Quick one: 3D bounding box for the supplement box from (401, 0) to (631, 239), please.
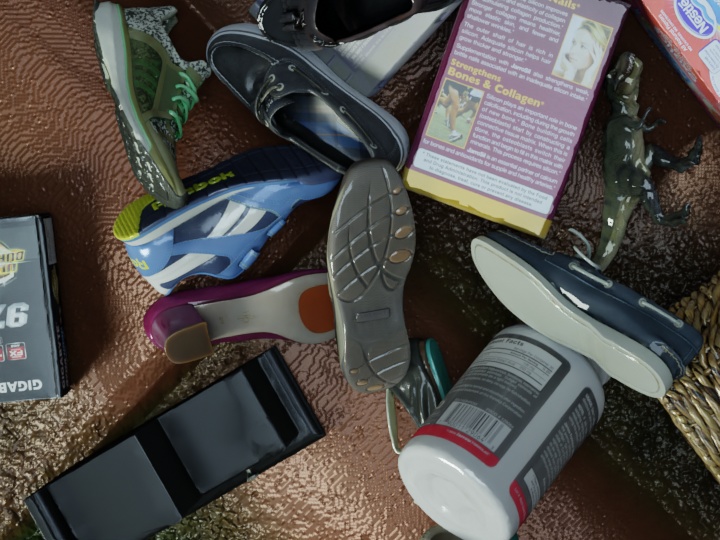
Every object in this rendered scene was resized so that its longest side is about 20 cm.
[{"bbox_3d":[0.124,-0.142,1.264,0.130,0.103,0.202,21,96,2],"label":"supplement box"}]

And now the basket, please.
[{"bbox_3d":[0.329,0.107,1.231,0.148,0.143,0.201,-34,109,6],"label":"basket"}]

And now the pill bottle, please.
[{"bbox_3d":[0.128,0.115,1.246,0.111,0.111,0.200,43,61,-1],"label":"pill bottle"}]

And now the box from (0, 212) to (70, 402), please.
[{"bbox_3d":[-0.359,0.038,1.338,0.198,0.046,0.161,-5,94,3],"label":"box"}]

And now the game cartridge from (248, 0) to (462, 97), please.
[{"bbox_3d":[0.003,-0.227,1.244,0.130,0.038,0.200,44,137,-4],"label":"game cartridge"}]

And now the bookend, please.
[{"bbox_3d":[-0.143,0.159,1.257,0.199,0.199,0.093,-31,90,5],"label":"bookend"}]

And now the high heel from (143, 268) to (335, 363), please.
[{"bbox_3d":[-0.088,0.025,1.327,0.198,0.096,0.068,-11,112,-17],"label":"high heel"}]

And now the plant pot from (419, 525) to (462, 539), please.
[{"bbox_3d":[0.056,0.347,1.278,0.183,0.200,0.201,-42,91,17],"label":"plant pot"}]

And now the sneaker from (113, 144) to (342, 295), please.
[{"bbox_3d":[-0.105,-0.045,1.304,0.198,0.074,0.083,-21,118,-3],"label":"sneaker"}]

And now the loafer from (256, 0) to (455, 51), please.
[{"bbox_3d":[-0.014,-0.210,1.199,0.199,0.063,0.072,-6,115,40],"label":"loafer"}]

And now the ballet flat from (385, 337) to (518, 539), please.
[{"bbox_3d":[0.068,0.156,1.316,0.068,0.068,0.202,-24,83,15],"label":"ballet flat"}]

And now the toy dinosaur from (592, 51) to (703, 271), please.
[{"bbox_3d":[0.237,-0.078,1.292,0.087,0.047,0.202,9,96,17],"label":"toy dinosaur"}]

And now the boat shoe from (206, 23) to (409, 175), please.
[{"bbox_3d":[-0.054,-0.135,1.276,0.199,0.066,0.070,37,123,9],"label":"boat shoe"}]

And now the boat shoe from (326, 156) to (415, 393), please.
[{"bbox_3d":[0.000,0.000,1.261,0.074,0.073,0.202,-5,114,-16],"label":"boat shoe"}]

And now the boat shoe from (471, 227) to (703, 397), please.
[{"bbox_3d":[0.173,0.020,1.195,0.199,0.075,0.062,33,66,33],"label":"boat shoe"}]

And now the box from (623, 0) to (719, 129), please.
[{"bbox_3d":[0.291,-0.206,1.252,0.099,0.095,0.201,-38,91,5],"label":"box"}]

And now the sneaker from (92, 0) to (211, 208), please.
[{"bbox_3d":[-0.162,-0.148,1.276,0.088,0.077,0.202,-16,69,-11],"label":"sneaker"}]
